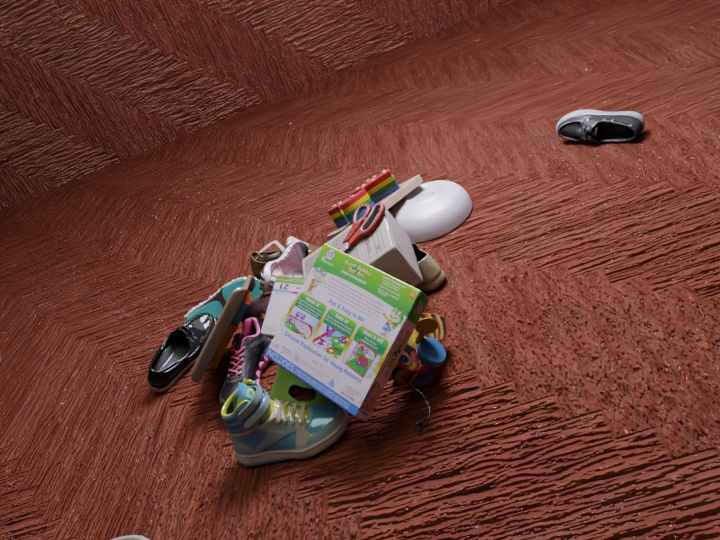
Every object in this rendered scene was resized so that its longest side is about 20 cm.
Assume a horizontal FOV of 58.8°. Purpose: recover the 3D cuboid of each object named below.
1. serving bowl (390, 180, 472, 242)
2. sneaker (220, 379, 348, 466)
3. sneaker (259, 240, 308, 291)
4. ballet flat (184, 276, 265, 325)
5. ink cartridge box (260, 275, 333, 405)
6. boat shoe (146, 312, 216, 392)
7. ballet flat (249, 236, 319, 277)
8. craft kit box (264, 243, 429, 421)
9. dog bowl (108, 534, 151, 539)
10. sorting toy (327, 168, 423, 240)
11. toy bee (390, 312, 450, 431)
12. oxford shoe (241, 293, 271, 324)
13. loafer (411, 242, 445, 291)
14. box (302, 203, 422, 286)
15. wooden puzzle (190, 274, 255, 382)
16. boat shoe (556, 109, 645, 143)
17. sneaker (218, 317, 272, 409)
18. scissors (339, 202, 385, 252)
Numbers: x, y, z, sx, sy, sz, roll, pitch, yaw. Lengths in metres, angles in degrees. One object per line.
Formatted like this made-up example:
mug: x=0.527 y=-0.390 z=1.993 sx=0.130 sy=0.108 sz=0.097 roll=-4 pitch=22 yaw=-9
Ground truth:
serving bowl: x=0.149 y=-0.146 z=1.431 sx=0.194 sy=0.067 sz=0.202 roll=-18 pitch=30 yaw=10
sneaker: x=-0.123 y=0.217 z=0.968 sx=0.194 sy=0.133 sz=0.080 roll=-18 pitch=27 yaw=9
sneaker: x=-0.125 y=0.007 z=1.353 sx=0.112 sy=0.078 sz=0.200 roll=17 pitch=29 yaw=13
ballet flat: x=-0.302 y=0.071 z=1.421 sx=0.195 sy=0.073 sz=0.072 roll=-27 pitch=28 yaw=-5
ink cartridge box: x=-0.095 y=0.123 z=1.059 sx=0.144 sy=0.075 sz=0.206 roll=4 pitch=70 yaw=35
boat shoe: x=-0.366 y=0.150 z=1.305 sx=0.073 sy=0.067 sz=0.200 roll=26 pitch=53 yaw=20
ballet flat: x=-0.177 y=-0.039 z=1.494 sx=0.194 sy=0.074 sz=0.068 roll=-11 pitch=29 yaw=22
craft kit box: x=-0.024 y=0.086 z=0.959 sx=0.197 sy=0.048 sz=0.202 roll=26 pitch=85 yaw=34
dog bowl: x=-0.320 y=0.445 z=0.803 sx=0.194 sy=0.075 sz=0.202 roll=-18 pitch=29 yaw=10
sorting toy: x=0.017 y=-0.162 z=1.477 sx=0.198 sy=0.071 sz=0.198 roll=-39 pitch=9 yaw=-22
toy bee: x=0.076 y=0.125 z=0.973 sx=0.134 sy=0.106 sz=0.201 roll=-62 pitch=2 yaw=19
oxford shoe: x=-0.174 y=0.087 z=1.264 sx=0.194 sy=0.074 sz=0.072 roll=-5 pitch=9 yaw=31
loafer: x=0.090 y=-0.021 z=1.264 sx=0.075 sy=0.070 sz=0.198 roll=-37 pitch=31 yaw=-24
box: x=0.000 y=0.000 z=1.183 sx=0.197 sy=0.109 sz=0.130 roll=-33 pitch=40 yaw=18
wooden puzzle: x=-0.248 y=0.107 z=1.205 sx=0.189 sy=0.036 sz=0.200 roll=-62 pitch=5 yaw=3
boat shoe: x=0.527 y=-0.318 z=1.426 sx=0.195 sy=0.070 sz=0.057 roll=5 pitch=39 yaw=38
sneaker: x=-0.216 y=0.165 z=1.164 sx=0.077 sy=0.097 sz=0.202 roll=-9 pitch=33 yaw=20
scissors: x=-0.024 y=-0.041 z=1.141 sx=0.072 sy=0.014 sz=0.203 roll=18 pitch=70 yaw=48
